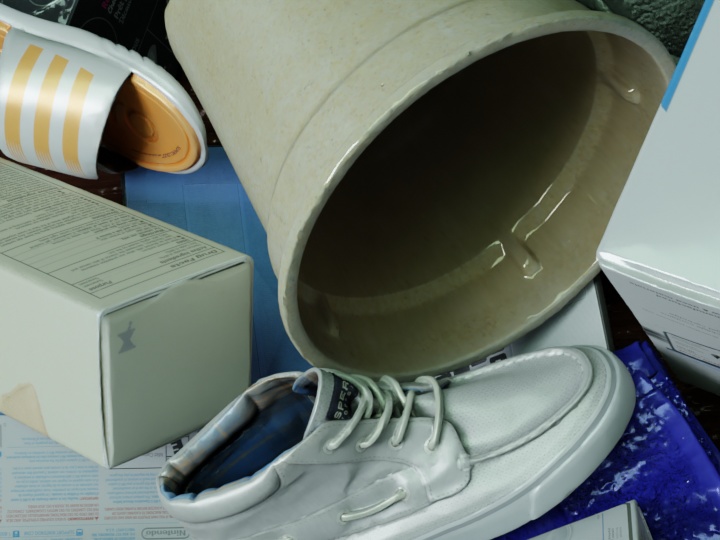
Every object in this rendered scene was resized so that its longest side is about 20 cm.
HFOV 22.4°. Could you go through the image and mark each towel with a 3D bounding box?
[{"bbox_3d":[0.081,0.142,0.815,0.200,0.050,0.148,-32,85,12],"label":"towel"}]

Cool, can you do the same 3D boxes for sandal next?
[{"bbox_3d":[-0.169,-0.085,0.893,0.207,0.079,0.059,25,59,19],"label":"sandal"}]

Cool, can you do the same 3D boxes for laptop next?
[{"bbox_3d":[0.000,0.000,0.881,0.200,0.116,0.187,-24,64,33],"label":"laptop"}]

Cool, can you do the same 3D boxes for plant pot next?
[{"bbox_3d":[0.010,-0.083,0.818,0.200,0.200,0.184,-41,55,5],"label":"plant pot"}]

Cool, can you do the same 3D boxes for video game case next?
[{"bbox_3d":[-0.141,0.162,0.840,0.143,0.018,0.200,0,90,-6],"label":"video game case"}]

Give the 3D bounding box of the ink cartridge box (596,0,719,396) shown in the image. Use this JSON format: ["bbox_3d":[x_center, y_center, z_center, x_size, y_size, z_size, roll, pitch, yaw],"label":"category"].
[{"bbox_3d":[0.181,-0.028,0.773,0.086,0.200,0.147,20,81,26],"label":"ink cartridge box"}]

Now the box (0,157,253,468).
[{"bbox_3d":[-0.150,0.012,0.850,0.200,0.095,0.078,22,120,39],"label":"box"}]

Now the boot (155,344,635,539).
[{"bbox_3d":[0.013,0.073,0.769,0.200,0.096,0.074,-31,40,10],"label":"boot"}]

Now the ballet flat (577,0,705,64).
[{"bbox_3d":[0.143,-0.142,0.910,0.200,0.057,0.066,36,89,28],"label":"ballet flat"}]

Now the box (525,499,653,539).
[{"bbox_3d":[0.032,0.169,0.744,0.200,0.117,0.060,-22,95,11],"label":"box"}]

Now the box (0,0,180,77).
[{"bbox_3d":[-0.205,-0.162,1.028,0.200,0.115,0.132,14,78,25],"label":"box"}]
